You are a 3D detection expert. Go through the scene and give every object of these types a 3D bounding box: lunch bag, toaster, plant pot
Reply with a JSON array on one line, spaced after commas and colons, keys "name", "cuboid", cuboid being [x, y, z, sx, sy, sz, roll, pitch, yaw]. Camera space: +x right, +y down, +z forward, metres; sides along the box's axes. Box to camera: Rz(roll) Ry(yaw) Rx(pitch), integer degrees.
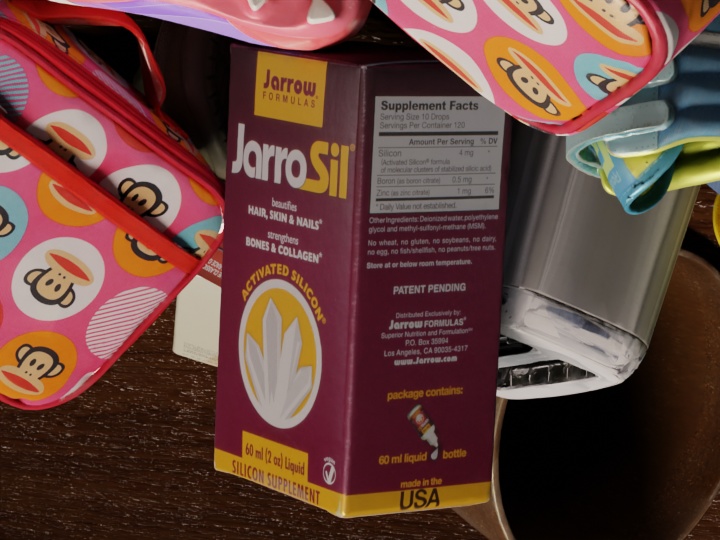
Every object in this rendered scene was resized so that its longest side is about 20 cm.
[{"name": "lunch bag", "cuboid": [-0.158, -0.046, 1.338, 0.200, 0.176, 0.082, 37, -167, -37]}, {"name": "toaster", "cuboid": [0.082, -0.015, 1.408, 0.114, 0.129, 0.200, 23, 164, -25]}, {"name": "plant pot", "cuboid": [0.076, 0.051, 1.613, 0.200, 0.187, 0.187, 23, 174, 47]}, {"name": "lunch bag", "cuboid": [0.027, -0.135, 0.996, 0.200, 0.082, 0.176, 42, 161, -4]}]

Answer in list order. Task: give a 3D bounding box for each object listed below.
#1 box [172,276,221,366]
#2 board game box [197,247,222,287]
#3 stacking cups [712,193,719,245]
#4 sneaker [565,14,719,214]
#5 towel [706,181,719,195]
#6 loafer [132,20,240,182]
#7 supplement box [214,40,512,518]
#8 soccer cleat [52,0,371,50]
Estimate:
[{"name": "box", "cuboid": [-0.056, -0.007, 1.654, 0.078, 0.095, 0.200, 16, 166, -1]}, {"name": "board game box", "cuboid": [-0.115, -0.048, 1.511, 0.200, 0.019, 0.103, 42, -172, 34]}, {"name": "stacking cups", "cuboid": [0.212, -0.052, 1.303, 0.060, 0.061, 0.200, 18, 160, -5]}, {"name": "sneaker", "cuboid": [0.078, -0.095, 1.126, 0.200, 0.131, 0.080, 14, 167, 8]}, {"name": "towel", "cuboid": [0.164, -0.056, 1.208, 0.200, 0.049, 0.112, 40, 174, 13]}, {"name": "loafer", "cuboid": [-0.084, -0.078, 1.462, 0.067, 0.076, 0.200, 8, 164, 6]}, {"name": "supplement box", "cuboid": [0.000, 0.000, 1.329, 0.086, 0.200, 0.110, -3, -170, -35]}, {"name": "soccer cleat", "cuboid": [-0.093, -0.136, 1.294, 0.200, 0.067, 0.076, 13, 169, 3]}]
